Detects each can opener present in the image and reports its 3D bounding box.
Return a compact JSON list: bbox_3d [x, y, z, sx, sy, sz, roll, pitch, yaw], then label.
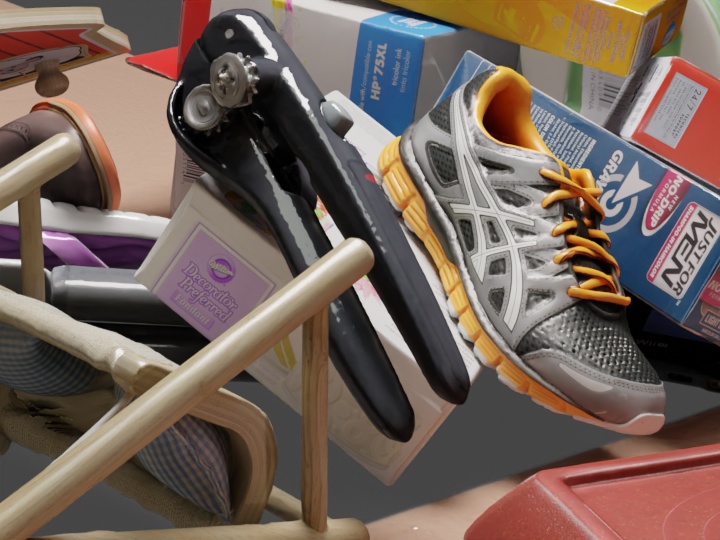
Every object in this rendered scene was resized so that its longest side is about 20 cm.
[{"bbox_3d":[-0.132,0.018,0.933,0.199,0.054,0.067,3,17,-8],"label":"can opener"},{"bbox_3d":[-0.014,-0.023,0.779,0.079,0.063,0.200,15,36,-54],"label":"can opener"}]

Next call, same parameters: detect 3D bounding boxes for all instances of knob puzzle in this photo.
[{"bbox_3d":[-0.229,-0.099,1.051,0.219,0.031,0.220,-14,-3,-1],"label":"knob puzzle"}]

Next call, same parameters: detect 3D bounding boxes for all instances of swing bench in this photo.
[{"bbox_3d":[-0.132,0.047,0.734,0.200,0.130,0.199,-19,29,-39],"label":"swing bench"}]

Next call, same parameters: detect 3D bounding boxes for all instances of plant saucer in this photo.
[{"bbox_3d":[0.166,0.111,0.728,0.199,0.037,0.200,-7,21,-19],"label":"plant saucer"}]

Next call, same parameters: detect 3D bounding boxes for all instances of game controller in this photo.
[{"bbox_3d":[0.199,0.034,0.980,0.199,0.042,0.104,10,19,17],"label":"game controller"}]

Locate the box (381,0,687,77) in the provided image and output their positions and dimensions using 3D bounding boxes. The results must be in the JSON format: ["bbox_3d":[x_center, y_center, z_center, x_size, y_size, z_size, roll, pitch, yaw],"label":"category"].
[{"bbox_3d":[0.074,-0.163,1.085,0.199,0.042,0.119,18,23,17],"label":"box"}]

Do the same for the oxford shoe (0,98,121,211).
[{"bbox_3d":[-0.186,-0.038,1.023,0.072,0.071,0.200,-28,7,-30],"label":"oxford shoe"}]

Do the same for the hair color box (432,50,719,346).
[{"bbox_3d":[0.127,-0.030,0.954,0.100,0.061,0.200,23,10,-45],"label":"hair color box"}]

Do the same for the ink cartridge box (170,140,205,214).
[{"bbox_3d":[0.009,-0.078,1.206,0.175,0.084,0.200,14,21,22],"label":"ink cartridge box"}]

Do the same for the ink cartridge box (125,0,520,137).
[{"bbox_3d":[-0.023,-0.131,1.117,0.199,0.068,0.116,19,23,28],"label":"ink cartridge box"}]

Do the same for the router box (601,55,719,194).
[{"bbox_3d":[0.226,-0.053,1.072,0.179,0.049,0.200,29,6,-1],"label":"router box"}]

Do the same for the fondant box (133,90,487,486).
[{"bbox_3d":[0.000,0.000,0.908,0.144,0.058,0.200,39,22,3],"label":"fondant box"}]

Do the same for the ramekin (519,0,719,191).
[{"bbox_3d":[0.197,-0.138,1.268,0.097,0.201,0.200,-22,31,-39],"label":"ramekin"}]

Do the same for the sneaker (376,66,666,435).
[{"bbox_3d":[0.078,-0.011,0.873,0.078,0.077,0.200,12,37,-49],"label":"sneaker"}]

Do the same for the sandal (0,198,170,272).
[{"bbox_3d":[-0.156,-0.001,0.981,0.202,0.050,0.082,11,-22,-22],"label":"sandal"}]
